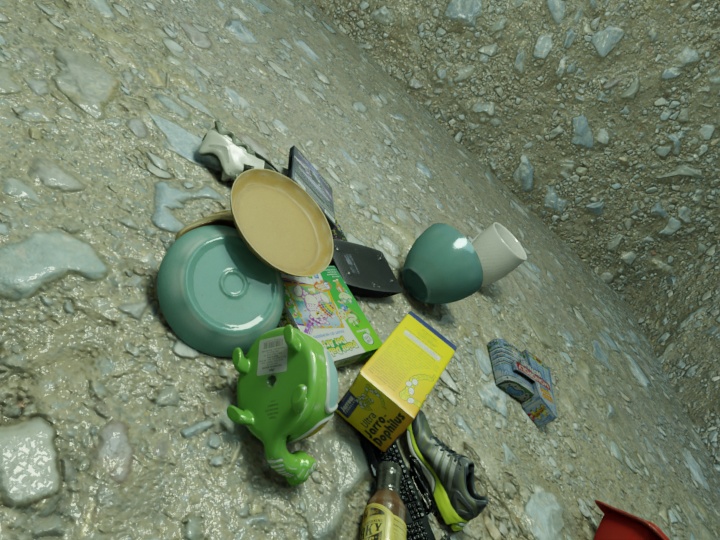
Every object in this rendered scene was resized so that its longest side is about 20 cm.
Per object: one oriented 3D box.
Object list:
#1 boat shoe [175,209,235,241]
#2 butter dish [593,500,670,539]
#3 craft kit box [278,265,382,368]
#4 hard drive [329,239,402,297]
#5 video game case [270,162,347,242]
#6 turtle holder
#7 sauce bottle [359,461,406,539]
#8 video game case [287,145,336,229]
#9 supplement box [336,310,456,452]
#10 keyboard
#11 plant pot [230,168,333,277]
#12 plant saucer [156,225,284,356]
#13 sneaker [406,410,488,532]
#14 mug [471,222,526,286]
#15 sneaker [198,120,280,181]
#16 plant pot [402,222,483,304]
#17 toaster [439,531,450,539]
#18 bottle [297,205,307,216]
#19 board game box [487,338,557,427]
[{"bbox_3d":[-0.239,-0.067,0.878,0.064,0.072,0.199,20,24,30],"label":"boat shoe"},{"bbox_3d":[0.559,0.601,1.035,0.200,0.148,0.200,46,-12,3],"label":"butter dish"},{"bbox_3d":[-0.071,0.082,0.931,0.199,0.048,0.199,-4,59,-55],"label":"craft kit box"},{"bbox_3d":[0.000,0.000,1.132,0.199,0.042,0.136,10,45,-48],"label":"hard drive"},{"bbox_3d":[-0.132,-0.145,1.143,0.180,0.036,0.201,11,44,-48],"label":"video game case"},{"bbox_3d":[-0.086,0.173,0.694,0.132,0.141,0.186,37,15,-53],"label":"turtle holder"},{"bbox_3d":[0.031,0.358,0.697,0.065,0.065,0.201,38,27,-14],"label":"sauce bottle"},{"bbox_3d":[-0.108,-0.189,1.137,0.143,0.019,0.201,47,17,-28],"label":"video game case"},{"bbox_3d":[0.064,0.181,0.865,0.109,0.109,0.200,37,38,10],"label":"supplement box"},{"bbox_3d":[0.071,0.330,0.810,0.103,0.040,0.201,12,44,-46],"label":"keyboard"},{"bbox_3d":[-0.128,-0.073,0.824,0.199,0.027,0.202,30,41,-30],"label":"plant pot"},{"bbox_3d":[-0.194,0.024,0.754,0.198,0.036,0.202,13,68,-33],"label":"plant saucer"},{"bbox_3d":[0.147,0.325,0.867,0.074,0.081,0.201,16,41,-60],"label":"sneaker"},{"bbox_3d":[0.398,-0.053,1.603,0.147,0.175,0.201,32,31,-25],"label":"mug"},{"bbox_3d":[-0.237,-0.204,1.038,0.199,0.089,0.074,36,-9,-13],"label":"sneaker"},{"bbox_3d":[0.181,0.003,1.256,0.134,0.200,0.201,-31,76,-24],"label":"plant pot"},{"bbox_3d":[0.130,0.453,0.657,0.128,0.114,0.201,7,49,-47],"label":"toaster"},{"bbox_3d":[-0.168,-0.047,0.863,0.200,0.065,0.084,-42,105,-38],"label":"bottle"},{"bbox_3d":[0.433,0.293,1.330,0.199,0.062,0.201,35,29,-21],"label":"board game box"}]
